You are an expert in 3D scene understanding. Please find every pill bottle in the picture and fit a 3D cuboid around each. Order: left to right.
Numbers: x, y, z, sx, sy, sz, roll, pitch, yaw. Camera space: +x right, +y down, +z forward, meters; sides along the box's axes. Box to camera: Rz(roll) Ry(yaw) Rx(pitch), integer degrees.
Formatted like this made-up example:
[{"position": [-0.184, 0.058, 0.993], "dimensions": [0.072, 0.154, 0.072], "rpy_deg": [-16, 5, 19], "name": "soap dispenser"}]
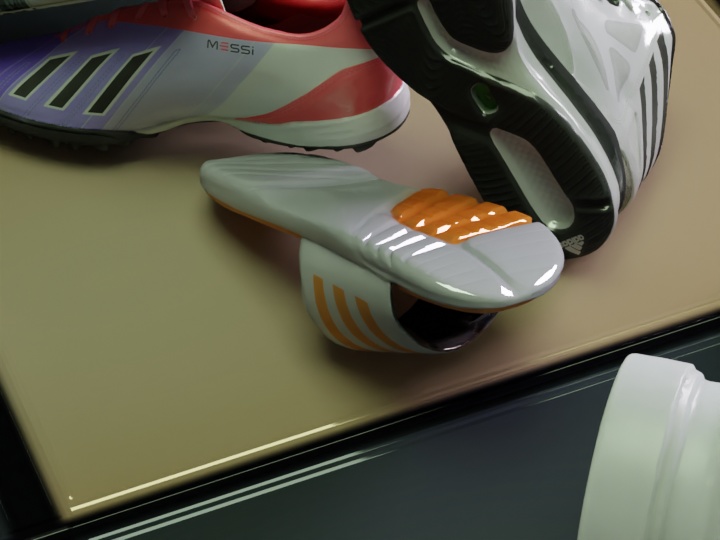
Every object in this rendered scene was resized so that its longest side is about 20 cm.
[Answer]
[{"position": [0.179, 0.092, 0.873], "dimensions": [0.199, 0.116, 0.116], "rpy_deg": [10, 44, 13], "name": "pill bottle"}]

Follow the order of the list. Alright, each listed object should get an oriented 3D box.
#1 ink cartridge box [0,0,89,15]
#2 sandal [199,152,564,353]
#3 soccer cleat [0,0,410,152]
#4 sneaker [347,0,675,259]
[{"position": [-0.151, -0.185, 1.106], "dimensions": [0.199, 0.147, 0.083], "rpy_deg": [-4, 13, 31], "name": "ink cartridge box"}, {"position": [0.007, -0.001, 1.029], "dimensions": [0.079, 0.060, 0.206], "rpy_deg": [-10, 20, -32], "name": "sandal"}, {"position": [-0.077, -0.095, 1.102], "dimensions": [0.199, 0.073, 0.068], "rpy_deg": [3, 35, 17], "name": "soccer cleat"}, {"position": [0.063, -0.113, 1.070], "dimensions": [0.075, 0.201, 0.115], "rpy_deg": [-19, 16, 36], "name": "sneaker"}]
